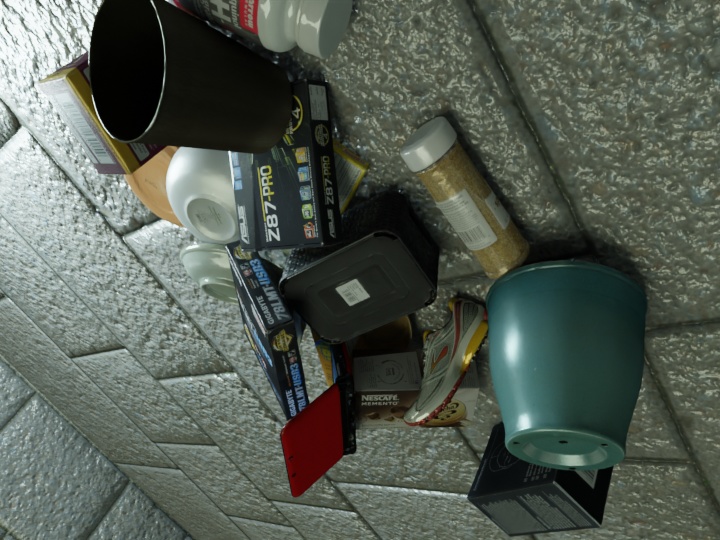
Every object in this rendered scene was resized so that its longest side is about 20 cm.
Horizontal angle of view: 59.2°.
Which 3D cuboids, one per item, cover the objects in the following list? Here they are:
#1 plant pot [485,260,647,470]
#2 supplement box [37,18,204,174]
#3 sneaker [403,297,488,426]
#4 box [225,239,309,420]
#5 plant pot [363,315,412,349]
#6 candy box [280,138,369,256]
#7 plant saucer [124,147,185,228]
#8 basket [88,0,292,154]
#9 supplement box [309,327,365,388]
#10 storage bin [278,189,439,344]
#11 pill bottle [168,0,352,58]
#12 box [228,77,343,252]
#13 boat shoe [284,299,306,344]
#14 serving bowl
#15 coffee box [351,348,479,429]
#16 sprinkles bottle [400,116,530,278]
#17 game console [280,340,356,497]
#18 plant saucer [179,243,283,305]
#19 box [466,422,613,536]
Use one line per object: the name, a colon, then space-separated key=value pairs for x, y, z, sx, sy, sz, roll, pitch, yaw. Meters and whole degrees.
plant pot: x=0.244 y=0.125 z=0.757 sx=0.193 sy=0.193 sz=0.202 roll=8 pitch=149 yaw=5
supplement box: x=-0.273 y=-0.233 z=0.798 sx=0.101 sy=0.200 sz=0.133 roll=9 pitch=137 yaw=44
sneaker: x=0.117 y=0.133 z=0.921 sx=0.081 sy=0.203 sz=0.078 roll=29 pitch=171 yaw=14
box: x=-0.141 y=0.087 z=0.963 sx=0.201 sy=0.049 sz=0.202 roll=54 pitch=158 yaw=42
plant pot: x=0.001 y=0.065 z=1.053 sx=0.195 sy=0.028 sz=0.203 roll=21 pitch=140 yaw=18
candy box: x=-0.072 y=-0.098 z=0.901 sx=0.101 sy=0.027 sz=0.202 roll=32 pitch=128 yaw=-2
plant saucer: x=-0.333 y=-0.152 z=1.074 sx=0.196 sy=0.033 sz=0.204 roll=21 pitch=139 yaw=19
basket: x=-0.182 y=-0.208 z=0.725 sx=0.135 sy=0.197 sz=0.184 roll=-39 pitch=65 yaw=29
supplement box: x=-0.034 y=0.130 z=1.071 sx=0.065 sy=0.069 sz=0.204 roll=9 pitch=133 yaw=25
storage bin: x=0.000 y=0.000 z=0.878 sx=0.196 sy=0.095 sz=0.136 roll=-25 pitch=121 yaw=27
pill bottle: x=-0.110 y=-0.306 z=0.682 sx=0.196 sy=0.112 sz=0.112 roll=26 pitch=142 yaw=11
box: x=-0.103 y=-0.131 z=0.834 sx=0.158 sy=0.048 sz=0.207 roll=-1 pitch=97 yaw=40
boat shoe: x=-0.124 y=0.067 z=1.063 sx=0.069 sy=0.071 sz=0.203 roll=15 pitch=144 yaw=1
serving bowl: x=-0.219 y=-0.100 z=0.986 sx=0.194 sy=0.067 sz=0.203 roll=13 pitch=138 yaw=11
coffee box: x=0.083 y=0.189 z=1.012 sx=0.193 sy=0.081 sz=0.115 roll=-1 pitch=136 yaw=-1
sprinkles bottle: x=0.128 y=-0.085 z=0.768 sx=0.067 sy=0.069 sz=0.201 roll=-18 pitch=118 yaw=45
game console: x=-0.068 y=0.211 z=0.966 sx=0.115 sy=0.175 sz=0.203 roll=-9 pitch=136 yaw=-8
plant saucer: x=-0.218 y=0.019 z=1.087 sx=0.194 sy=0.052 sz=0.201 roll=11 pitch=159 yaw=4
box: x=0.285 y=0.316 z=1.000 sx=0.107 sy=0.150 sz=0.199 roll=41 pitch=142 yaw=-9
